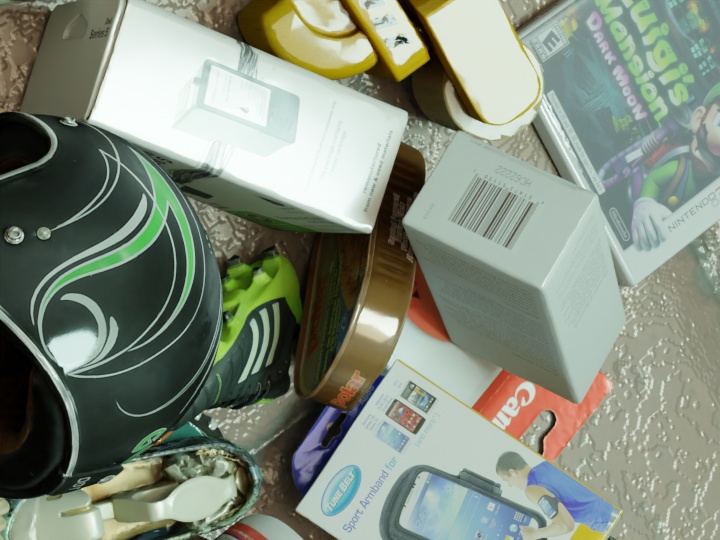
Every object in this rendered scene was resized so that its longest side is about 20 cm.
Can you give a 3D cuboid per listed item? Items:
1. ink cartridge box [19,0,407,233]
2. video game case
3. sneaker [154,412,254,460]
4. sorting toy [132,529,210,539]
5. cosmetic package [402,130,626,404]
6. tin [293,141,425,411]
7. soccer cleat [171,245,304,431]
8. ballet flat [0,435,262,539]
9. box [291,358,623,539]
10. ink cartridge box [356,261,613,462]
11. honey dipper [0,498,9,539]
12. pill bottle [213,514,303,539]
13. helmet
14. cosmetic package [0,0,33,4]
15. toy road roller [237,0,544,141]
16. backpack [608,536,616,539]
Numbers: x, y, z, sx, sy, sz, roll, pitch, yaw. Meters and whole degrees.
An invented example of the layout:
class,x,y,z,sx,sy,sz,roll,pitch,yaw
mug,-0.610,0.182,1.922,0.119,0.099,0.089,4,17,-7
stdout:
class,x,y,z,sx,sy,sz,roll,pitch,yaw
ink cartridge box,-0.095,-0.094,1.416,0.199,0.145,0.084,21,83,-25
video game case,0.210,-0.121,1.636,0.182,0.023,0.201,-36,105,-22
sneaker,-0.144,0.079,1.434,0.199,0.071,0.080,26,83,-23
sorting toy,-0.172,0.246,1.423,0.198,0.070,0.201,27,79,-24
cosmetic package,0.100,0.002,1.429,0.101,0.200,0.071,27,74,20
tin,0.000,0.000,1.453,0.042,0.112,0.201,24,46,-18
soccer cleat,-0.082,0.059,1.428,0.200,0.067,0.081,-51,124,-54
ballet flat,-0.149,0.141,1.358,0.199,0.074,0.075,-17,98,-24
box,0.054,0.148,1.460,0.199,0.041,0.119,33,83,7
ink cartridge box,0.075,0.070,1.557,0.200,0.050,0.162,46,72,-16
honey dipper,-0.234,0.208,1.316,0.038,0.038,0.201,7,100,-26
pill bottle,-0.104,0.242,1.356,0.200,0.112,0.113,-36,106,-21
helmet,-0.173,0.014,1.288,0.201,0.199,0.191,58,42,-15
cosmetic package,-0.165,-0.222,1.412,0.199,0.087,0.104,-12,97,-26
toy road roller,0.012,-0.155,1.488,0.146,0.123,0.200,-35,105,-7
backpack,0.099,0.256,1.529,0.167,0.127,0.200,37,76,-9
